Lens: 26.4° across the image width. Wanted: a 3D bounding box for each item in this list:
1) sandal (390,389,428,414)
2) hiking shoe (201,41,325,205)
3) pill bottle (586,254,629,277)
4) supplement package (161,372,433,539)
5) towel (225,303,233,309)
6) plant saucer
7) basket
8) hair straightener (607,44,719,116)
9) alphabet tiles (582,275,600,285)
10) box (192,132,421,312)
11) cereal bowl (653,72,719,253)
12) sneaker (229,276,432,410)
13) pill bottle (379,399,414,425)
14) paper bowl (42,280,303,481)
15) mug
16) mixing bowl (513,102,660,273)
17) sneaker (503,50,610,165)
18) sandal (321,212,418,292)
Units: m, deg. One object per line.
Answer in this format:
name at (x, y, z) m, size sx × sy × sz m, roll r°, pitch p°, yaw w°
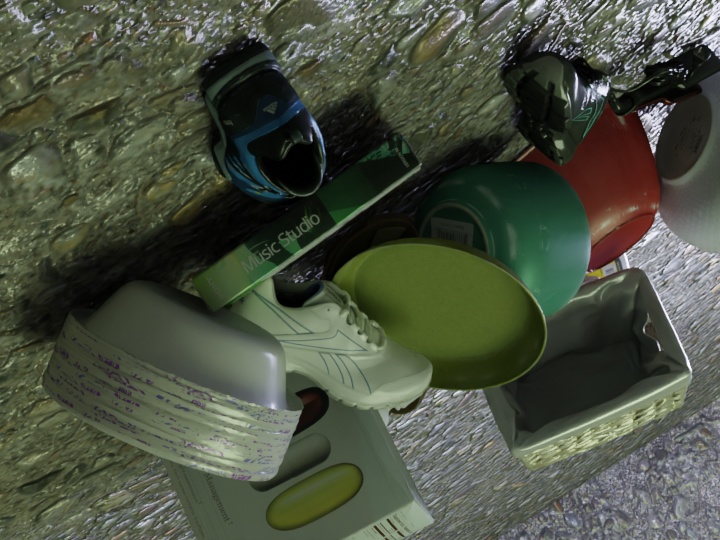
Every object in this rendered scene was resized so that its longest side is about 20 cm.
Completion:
sandal at (0.059, 0.095, 1.747) m, size 0.054 × 0.080 × 0.201 m, roll -45°, pitch 169°, yaw -45°
hiking shoe at (-0.062, -0.078, 1.095) m, size 0.074 × 0.087 × 0.200 m, roll -33°, pitch 161°, yaw -3°
pill bottle at (0.199, 0.022, 1.718) m, size 0.199 × 0.113 × 0.113 m, roll -19°, pitch 156°, yaw -36°
supplement package at (-0.065, 0.193, 1.462) m, size 0.199 × 0.192 × 0.147 m, roll -28°, pitch 161°, yaw 0°
towel at (-0.134, 0.084, 1.450) m, size 0.200 × 0.031 × 0.149 m, roll -42°, pitch 160°, yaw 19°
plant saucer at (0.070, 0.034, 1.366) m, size 0.200 × 0.198 × 0.031 m, roll 122°, pitch -11°, yaw -49°
basket at (0.228, 0.107, 1.576) m, size 0.198 × 0.136 × 0.123 m, roll -24°, pitch 154°, yaw 4°
hair straightener at (0.292, -0.192, 1.460) m, size 0.199 × 0.041 × 0.077 m, roll -17°, pitch 154°, yaw -48°
alphabet tiles at (0.163, 0.068, 1.618) m, size 0.199 × 0.015 × 0.196 m, roll -1°, pitch 145°, yaw -35°
box at (-0.040, -0.040, 1.238) m, size 0.199 × 0.036 × 0.144 m, roll -37°, pitch -179°, yaw 3°
cereal bowl at (0.362, -0.124, 1.569) m, size 0.083 × 0.201 × 0.200 m, roll 19°, pitch 134°, yaw -22°
sneaker at (-0.023, 0.059, 1.350) m, size 0.198 × 0.075 × 0.088 m, roll 19°, pitch 119°, yaw -15°
pill bottle at (-0.041, 0.144, 1.614) m, size 0.199 × 0.115 × 0.114 m, roll -33°, pitch 161°, yaw -3°
paper bowl at (-0.138, 0.078, 1.198) m, size 0.105 × 0.199 × 0.200 m, roll -66°, pitch 156°, yaw 3°
mug at (0.112, -0.014, 1.433) m, size 0.114 × 0.153 × 0.185 m, roll -8°, pitch 148°, yaw -47°
mixing bowl at (0.232, -0.069, 1.567) m, size 0.199 × 0.109 × 0.200 m, roll -31°, pitch 160°, yaw -12°
sneaker at (0.175, -0.159, 1.343) m, size 0.079 × 0.075 × 0.200 m, roll -47°, pitch 167°, yaw -3°
sandal at (0.000, 0.000, 1.425) m, size 0.081 × 0.055 × 0.201 m, roll -7°, pitch 151°, yaw -13°
